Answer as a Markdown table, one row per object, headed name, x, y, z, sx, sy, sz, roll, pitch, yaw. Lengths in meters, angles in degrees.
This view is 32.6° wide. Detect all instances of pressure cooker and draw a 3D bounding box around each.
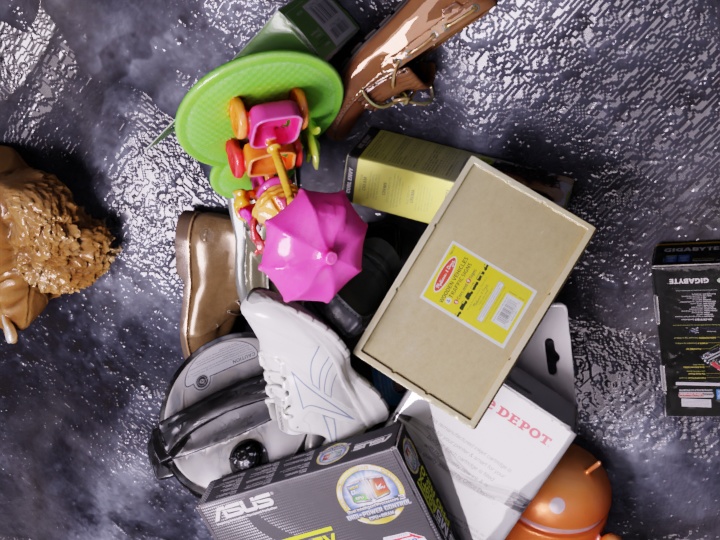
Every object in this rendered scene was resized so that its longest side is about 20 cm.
| name | x | y | z | sx | sy | sz | roll | pitch | yaw |
| --- | --- | --- | --- | --- | --- | --- | --- | --- | --- |
| pressure cooker | -0.097 | 0.154 | 1.202 | 0.178 | 0.200 | 0.177 | 22 | 78 | 24 |

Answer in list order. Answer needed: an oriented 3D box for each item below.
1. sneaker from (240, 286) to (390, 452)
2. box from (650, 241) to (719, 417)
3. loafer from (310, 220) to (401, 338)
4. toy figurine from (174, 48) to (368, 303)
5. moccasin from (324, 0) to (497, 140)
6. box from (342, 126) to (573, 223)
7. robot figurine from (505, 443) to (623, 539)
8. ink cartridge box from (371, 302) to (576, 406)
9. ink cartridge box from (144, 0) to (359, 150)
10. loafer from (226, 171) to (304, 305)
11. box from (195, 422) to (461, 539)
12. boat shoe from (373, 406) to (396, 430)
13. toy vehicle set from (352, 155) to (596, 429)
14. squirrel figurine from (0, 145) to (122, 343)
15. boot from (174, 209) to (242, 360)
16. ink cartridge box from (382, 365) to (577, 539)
| name | x | y | z | sx | sy | sz | roll | pitch | yaw |
| --- | --- | --- | --- | --- | --- | --- | --- | --- | --- |
| sneaker | -0.047 | 0.094 | 1.057 | 0.074 | 0.087 | 0.200 | 30 | 160 | 50 |
| box | 0.365 | 0.053 | 1.097 | 0.199 | 0.049 | 0.161 | -3 | 117 | 21 |
| loafer | 0.000 | 0.000 | 1.114 | 0.070 | 0.201 | 0.068 | -42 | 98 | 18 |
| toy figurine | -0.063 | -0.049 | 1.034 | 0.149 | 0.185 | 0.200 | -11 | 151 | -17 |
| moccasin | 0.040 | -0.183 | 1.085 | 0.078 | 0.074 | 0.201 | 47 | 114 | 1 |
| box | 0.088 | -0.074 | 1.119 | 0.199 | 0.075 | 0.050 | 14 | 121 | 11 |
| robot figurine | 0.183 | 0.252 | 1.225 | 0.116 | 0.144 | 0.201 | 1 | 120 | -11 |
| ink cartridge box | 0.110 | 0.067 | 1.185 | 0.199 | 0.067 | 0.117 | 0 | 114 | 20 |
| ink cartridge box | -0.098 | -0.164 | 1.121 | 0.059 | 0.104 | 0.200 | 47 | 121 | -6 |
| loafer | -0.082 | -0.026 | 1.203 | 0.069 | 0.075 | 0.201 | 1 | 116 | 24 |
| box | -0.021 | 0.235 | 1.087 | 0.199 | 0.044 | 0.161 | -19 | 109 | 19 |
| boat shoe | 0.028 | 0.220 | 1.279 | 0.070 | 0.091 | 0.201 | 13 | 120 | 13 |
| toy vehicle set | 0.097 | 0.018 | 1.054 | 0.124 | 0.027 | 0.201 | 32 | 93 | 12 |
| squirrel figurine | -0.355 | -0.017 | 1.275 | 0.199 | 0.142 | 0.188 | 3 | 123 | 21 |
| boot | -0.142 | 0.038 | 1.263 | 0.075 | 0.074 | 0.201 | 3 | 114 | 11 |
| ink cartridge box | 0.086 | 0.175 | 1.130 | 0.145 | 0.084 | 0.201 | 33 | 106 | 4 |
